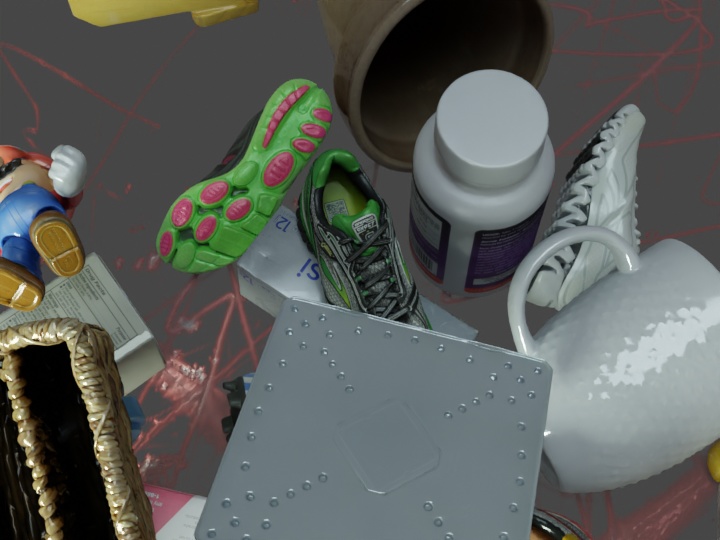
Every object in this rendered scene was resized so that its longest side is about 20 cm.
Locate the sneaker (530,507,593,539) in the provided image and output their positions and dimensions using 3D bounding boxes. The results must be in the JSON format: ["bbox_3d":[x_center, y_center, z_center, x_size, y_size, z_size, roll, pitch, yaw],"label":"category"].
[{"bbox_3d":[0.067,0.175,0.696,0.196,0.082,0.079,9,78,9],"label":"sneaker"}]

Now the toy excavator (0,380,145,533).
[{"bbox_3d":[-0.218,0.174,0.687,0.192,0.100,0.202,-26,77,-11],"label":"toy excavator"}]

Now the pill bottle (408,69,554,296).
[{"bbox_3d":[0.095,-0.067,0.820,0.109,0.201,0.113,0,66,1],"label":"pill bottle"}]

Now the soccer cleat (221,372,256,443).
[{"bbox_3d":[-0.049,0.128,0.756,0.085,0.071,0.200,-2,21,-15],"label":"soccer cleat"}]

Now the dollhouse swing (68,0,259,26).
[{"bbox_3d":[-0.178,-0.341,0.931,0.172,0.201,0.185,2,66,0],"label":"dollhouse swing"}]

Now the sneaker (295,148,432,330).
[{"bbox_3d":[0.000,0.000,0.783,0.077,0.085,0.202,-21,70,-12],"label":"sneaker"}]

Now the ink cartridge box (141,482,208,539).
[{"bbox_3d":[-0.143,0.265,0.734,0.144,0.083,0.203,12,66,3],"label":"ink cartridge box"}]

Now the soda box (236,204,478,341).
[{"bbox_3d":[-0.005,0.035,0.849,0.198,0.064,0.069,32,68,11],"label":"soda box"}]

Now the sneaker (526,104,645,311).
[{"bbox_3d":[0.210,-0.049,0.894,0.080,0.075,0.202,26,76,1],"label":"sneaker"}]

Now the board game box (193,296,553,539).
[{"bbox_3d":[0.017,0.120,0.672,0.197,0.026,0.202,13,49,6],"label":"board game box"}]

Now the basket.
[{"bbox_3d":[-0.194,0.137,0.583,0.140,0.149,0.203,-13,89,-11],"label":"basket"}]

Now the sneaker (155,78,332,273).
[{"bbox_3d":[-0.096,-0.075,0.894,0.077,0.084,0.200,44,88,-5],"label":"sneaker"}]

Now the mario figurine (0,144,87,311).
[{"bbox_3d":[-0.280,-0.052,0.820,0.121,0.108,0.200,-8,27,-19],"label":"mario figurine"}]

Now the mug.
[{"bbox_3d":[0.189,0.062,0.786,0.174,0.148,0.202,-31,101,-5],"label":"mug"}]

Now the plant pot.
[{"bbox_3d":[0.042,-0.216,0.908,0.198,0.202,0.175,-25,52,-12],"label":"plant pot"}]

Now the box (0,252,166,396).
[{"bbox_3d":[-0.261,0.087,0.809,0.199,0.078,0.095,-34,72,-15],"label":"box"}]

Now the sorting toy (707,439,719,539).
[{"bbox_3d":[0.328,0.171,0.739,0.105,0.181,0.203,9,66,2],"label":"sorting toy"}]
